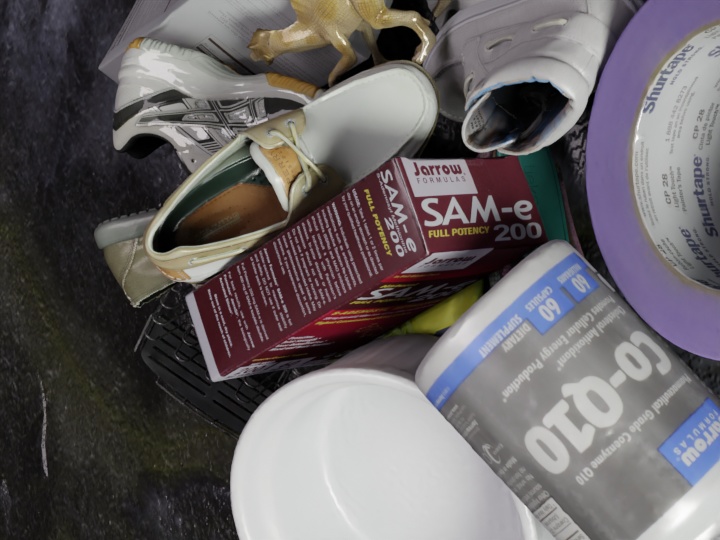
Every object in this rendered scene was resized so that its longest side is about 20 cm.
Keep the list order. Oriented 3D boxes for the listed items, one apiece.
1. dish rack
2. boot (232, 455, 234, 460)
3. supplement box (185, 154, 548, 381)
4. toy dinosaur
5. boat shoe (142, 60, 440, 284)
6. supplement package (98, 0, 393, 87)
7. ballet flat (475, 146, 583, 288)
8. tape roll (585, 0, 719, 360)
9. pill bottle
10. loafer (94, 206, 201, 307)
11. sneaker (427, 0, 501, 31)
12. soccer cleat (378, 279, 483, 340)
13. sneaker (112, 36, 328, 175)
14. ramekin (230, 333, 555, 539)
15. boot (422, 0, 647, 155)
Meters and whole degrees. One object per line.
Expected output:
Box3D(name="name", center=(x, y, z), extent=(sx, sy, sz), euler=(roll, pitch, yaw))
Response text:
Box3D(name="dish rack", center=(-0.087, 0.042, 1.119), extent=(0.153, 0.055, 0.200), euler=(34, 124, 6))
Box3D(name="boot", center=(-0.075, 0.248, 1.143), extent=(0.166, 0.072, 0.200), euler=(-50, 58, 36))
Box3D(name="supplement box", center=(0.000, 0.000, 0.908), extent=(0.200, 0.109, 0.061), euler=(-32, 72, 42))
Box3D(name="toy dinosaur", center=(0.004, -0.173, 0.929), extent=(0.200, 0.101, 0.058), euler=(-48, 20, 33))
Box3D(name="boat shoe", center=(-0.040, -0.055, 0.909), extent=(0.200, 0.068, 0.075), euler=(-36, 81, 8))
Box3D(name="supplement package", center=(-0.076, -0.184, 1.080), extent=(0.200, 0.109, 0.114), euler=(-23, 38, 50))
Box3D(name="ballet flat", center=(0.105, 0.013, 0.929), extent=(0.071, 0.069, 0.201), euler=(126, 135, -61))
Box3D(name="tape roll", center=(0.212, -0.055, 0.766), extent=(0.200, 0.085, 0.201), euler=(3, 94, 52))
Box3D(name="pill bottle", center=(0.133, 0.091, 0.802), extent=(0.200, 0.114, 0.114), euler=(47, 129, 10))
Box3D(name="loafer", center=(-0.080, -0.017, 1.005), extent=(0.199, 0.075, 0.070), euler=(-10, 94, 28))
Box3D(name="sneaker", center=(0.105, -0.178, 0.924), extent=(0.200, 0.075, 0.089), euler=(11, 111, 58))
Box3D(name="soccer cleat", center=(0.021, 0.069, 0.999), extent=(0.065, 0.083, 0.201), euler=(-90, 21, -53))
Box3D(name="sneaker", center=(-0.072, -0.088, 1.010), extent=(0.199, 0.076, 0.088), euler=(16, 90, 21))
Box3D(name="ramekin", center=(0.030, 0.136, 0.937), extent=(0.200, 0.098, 0.201), euler=(10, 113, 24))
Box3D(name="boot", center=(0.079, -0.109, 0.895), extent=(0.074, 0.096, 0.200), euler=(43, 153, -13))
